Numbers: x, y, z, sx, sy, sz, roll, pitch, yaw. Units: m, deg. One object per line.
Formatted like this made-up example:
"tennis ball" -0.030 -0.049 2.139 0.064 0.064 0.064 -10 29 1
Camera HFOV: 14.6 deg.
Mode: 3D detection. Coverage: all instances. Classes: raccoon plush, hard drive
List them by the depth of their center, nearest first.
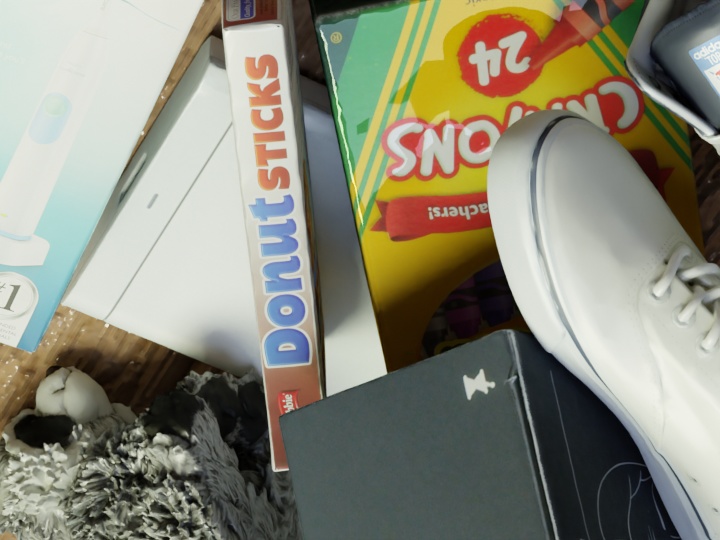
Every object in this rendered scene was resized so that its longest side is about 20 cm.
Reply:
"hard drive" 0.000 0.000 1.097 0.199 0.027 0.132 23 125 -19
"raccoon plush" -0.089 0.129 1.104 0.133 0.201 0.097 -22 152 28

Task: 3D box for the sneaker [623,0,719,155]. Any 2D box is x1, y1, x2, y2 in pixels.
"sneaker" 0.153 -0.031 0.939 0.070 0.201 0.108 -31 149 29

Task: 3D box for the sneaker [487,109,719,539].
"sneaker" 0.118 0.025 0.956 0.071 0.073 0.200 -11 121 48

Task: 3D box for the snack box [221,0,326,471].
"snack box" -0.030 -0.025 1.012 0.024 0.072 0.201 -5 129 0

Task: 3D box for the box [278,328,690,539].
"box" 0.080 0.114 1.027 0.107 0.150 0.199 -21 162 31

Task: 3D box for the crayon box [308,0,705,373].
"crayon box" 0.060 -0.027 1.033 0.126 0.051 0.201 -13 121 0

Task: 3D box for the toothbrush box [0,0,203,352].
"toothbrush box" -0.145 -0.087 0.985 0.145 0.086 0.201 18 128 -14
